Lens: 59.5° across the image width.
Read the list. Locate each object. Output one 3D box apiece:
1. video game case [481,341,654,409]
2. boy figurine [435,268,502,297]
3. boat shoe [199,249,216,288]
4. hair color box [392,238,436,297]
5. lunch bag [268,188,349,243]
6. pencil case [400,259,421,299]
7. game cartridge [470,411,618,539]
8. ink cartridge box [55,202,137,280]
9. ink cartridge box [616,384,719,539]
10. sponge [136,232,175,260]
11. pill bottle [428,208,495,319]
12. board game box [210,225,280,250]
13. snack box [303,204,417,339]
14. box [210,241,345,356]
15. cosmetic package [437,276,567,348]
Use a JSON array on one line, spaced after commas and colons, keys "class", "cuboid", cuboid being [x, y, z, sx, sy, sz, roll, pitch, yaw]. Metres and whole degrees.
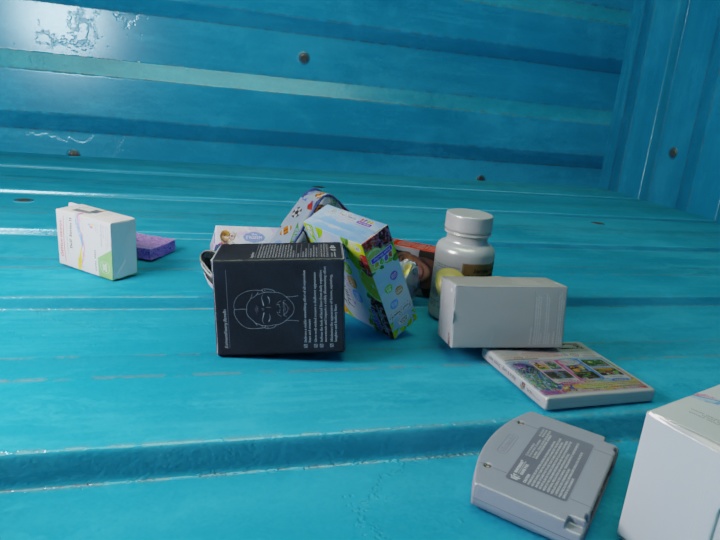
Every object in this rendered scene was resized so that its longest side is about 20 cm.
[{"class": "video game case", "cuboid": [0.319, 0.159, 0.986, 0.197, 0.024, 0.182, 1, 17, -20]}, {"class": "boy figurine", "cuboid": [0.212, 0.055, 1.121, 0.197, 0.125, 0.065, 18, 35, -18]}, {"class": "boat shoe", "cuboid": [-0.222, 0.018, 1.126, 0.073, 0.069, 0.199, -38, 47, -18]}, {"class": "hair color box", "cuboid": [0.134, -0.001, 1.326, 0.197, 0.103, 0.061, 11, 17, 21]}, {"class": "lunch bag", "cuboid": [-0.087, -0.039, 1.196, 0.075, 0.201, 0.160, 24, -13, 47]}, {"class": "pencil case", "cuboid": [0.019, 0.010, 1.267, 0.197, 0.092, 0.083, 12, 17, 24]}, {"class": "game cartridge", "cuboid": [0.204, 0.223, 0.705, 0.132, 0.041, 0.199, 19, 20, 28]}, {"class": "ink cartridge box", "cuboid": [-0.544, -0.063, 1.267, 0.197, 0.119, 0.067, 14, 20, 26]}, {"class": "ink cartridge box", "cuboid": [0.376, 0.210, 0.608, 0.197, 0.148, 0.144, -5, 19, -34]}, {"class": "sponge", "cuboid": [-0.533, -0.062, 1.429, 0.196, 0.030, 0.112, 9, 17, 12]}, {"class": "pill bottle", "cuboid": [0.195, -0.009, 1.193, 0.112, 0.204, 0.115, 5, 16, -1]}, {"class": "board game box", "cuboid": [-0.219, -0.055, 1.356, 0.196, 0.042, 0.199, 0, -8, -16]}, {"class": "snack box", "cuboid": [0.000, 0.000, 1.094, 0.067, 0.202, 0.168, -36, 37, -25]}, {"class": "box", "cuboid": [-0.123, 0.041, 0.978, 0.196, 0.151, 0.107, -1, 16, -5]}, {"class": "cosmetic package", "cuboid": [0.232, 0.068, 1.041, 0.196, 0.109, 0.090, 3, 9, -7]}]
